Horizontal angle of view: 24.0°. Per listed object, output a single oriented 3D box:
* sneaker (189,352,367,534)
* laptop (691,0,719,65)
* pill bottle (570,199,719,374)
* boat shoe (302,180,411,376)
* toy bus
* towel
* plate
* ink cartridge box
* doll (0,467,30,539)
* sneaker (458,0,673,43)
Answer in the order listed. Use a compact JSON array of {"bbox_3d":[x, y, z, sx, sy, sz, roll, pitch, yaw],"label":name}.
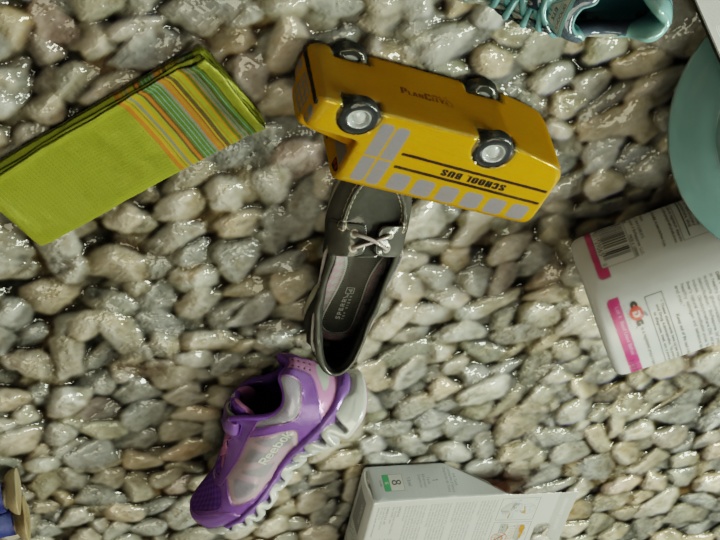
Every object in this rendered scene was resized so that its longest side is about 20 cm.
[{"bbox_3d":[-0.087,0.137,1.411,0.088,0.081,0.200,31,118,-29],"label":"sneaker"},{"bbox_3d":[0.346,-0.163,1.114,0.199,0.116,0.188,-30,115,2],"label":"laptop"},{"bbox_3d":[0.274,-0.003,1.313,0.199,0.114,0.114,-19,137,8],"label":"pill bottle"},{"bbox_3d":[0.000,0.000,1.293,0.066,0.057,0.201,3,135,-16],"label":"boat shoe"},{"bbox_3d":[0.044,-0.096,1.197,0.199,0.065,0.078,12,134,-25],"label":"toy bus"},{"bbox_3d":[-0.170,-0.082,1.196,0.199,0.018,0.086,-27,135,16],"label":"towel"},{"bbox_3d":[0.319,-0.101,1.215,0.199,0.026,0.202,-2,107,-6],"label":"plate"},{"bbox_3d":[0.087,0.243,1.584,0.199,0.050,0.162,-3,136,-16],"label":"ink cartridge box"},{"bbox_3d":[-0.385,0.222,1.444,0.199,0.049,0.137,-9,136,-5],"label":"doll"},{"bbox_3d":[0.116,-0.192,1.095,0.199,0.087,0.078,4,134,-17],"label":"sneaker"}]
